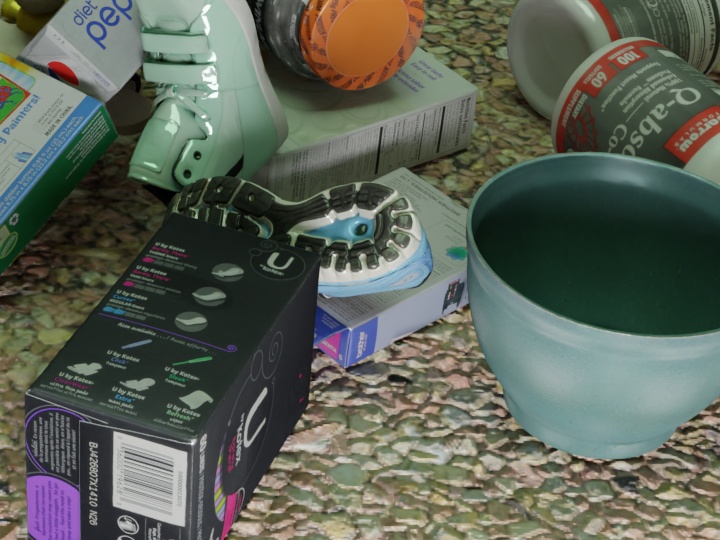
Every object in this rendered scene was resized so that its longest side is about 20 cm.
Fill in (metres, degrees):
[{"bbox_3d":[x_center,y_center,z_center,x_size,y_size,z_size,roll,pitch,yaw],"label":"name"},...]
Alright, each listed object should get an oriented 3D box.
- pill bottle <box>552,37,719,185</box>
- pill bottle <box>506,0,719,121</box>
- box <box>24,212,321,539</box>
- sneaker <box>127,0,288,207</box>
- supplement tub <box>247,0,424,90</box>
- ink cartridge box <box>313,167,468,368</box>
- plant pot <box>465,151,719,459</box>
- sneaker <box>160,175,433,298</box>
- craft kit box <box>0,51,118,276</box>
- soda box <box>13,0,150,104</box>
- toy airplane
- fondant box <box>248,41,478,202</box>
[{"bbox_3d":[0.240,-0.075,1.451,0.116,0.116,0.200,-17,41,-30],"label":"pill bottle"},{"bbox_3d":[0.225,-0.197,1.633,0.200,0.116,0.116,-22,44,-35],"label":"pill bottle"},{"bbox_3d":[-0.107,0.075,1.190,0.106,0.123,0.200,16,37,13],"label":"box"},{"bbox_3d":[-0.121,-0.121,1.338,0.074,0.201,0.118,7,49,36],"label":"sneaker"},{"bbox_3d":[-0.041,-0.224,1.523,0.122,0.123,0.200,-13,37,-26],"label":"supplement tub"},{"bbox_3d":[0.000,0.000,1.385,0.200,0.042,0.119,-24,46,-39],"label":"ink cartridge box"},{"bbox_3d":[0.158,0.033,1.282,0.200,0.134,0.201,5,36,-4],"label":"plant pot"},{"bbox_3d":[-0.044,-0.007,1.304,0.199,0.090,0.079,4,69,28],"label":"sneaker"},{"bbox_3d":[-0.299,-0.067,1.353,0.197,0.049,0.200,29,68,24],"label":"craft kit box"},{"bbox_3d":[-0.155,-0.197,1.419,0.068,0.063,0.200,43,53,-11],"label":"soda box"},{"bbox_3d":[-0.250,-0.166,1.488,0.199,0.141,0.199,2,36,-8],"label":"toy airplane"},{"bbox_3d":[-0.032,-0.124,1.538,0.200,0.058,0.144,-20,43,-34],"label":"fondant box"}]
